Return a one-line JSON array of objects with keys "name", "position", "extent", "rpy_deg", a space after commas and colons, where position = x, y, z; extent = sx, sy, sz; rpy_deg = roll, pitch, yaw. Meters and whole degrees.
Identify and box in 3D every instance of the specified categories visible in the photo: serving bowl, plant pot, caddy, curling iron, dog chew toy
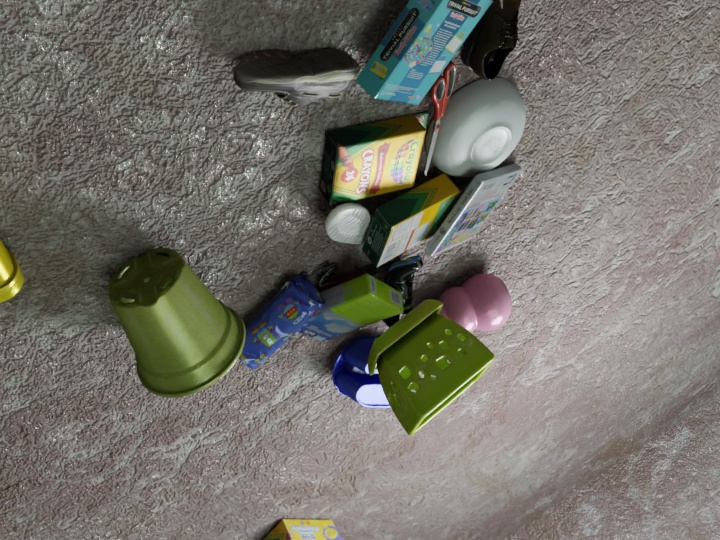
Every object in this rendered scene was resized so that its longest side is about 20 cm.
[{"name": "serving bowl", "position": [0.217, -0.240, 1.593], "extent": [0.199, 0.066, 0.201], "rpy_deg": [-21, 143, -17]}, {"name": "plant pot", "position": [-0.313, 0.072, 1.461], "extent": [0.199, 0.201, 0.185], "rpy_deg": [-29, 133, -6]}, {"name": "caddy", "position": [0.030, 0.218, 1.944], "extent": [0.199, 0.105, 0.143], "rpy_deg": [9, 105, -40]}, {"name": "curling iron", "position": [0.000, 0.000, 1.734], "extent": [0.199, 0.026, 0.050], "rpy_deg": [-7, 139, -32]}, {"name": "dog chew toy", "position": [0.223, 0.084, 1.929], "extent": [0.198, 0.125, 0.125], "rpy_deg": [-18, 142, -7]}, {"name": "plant pot", "position": [0.125, 0.185, 1.780], "extent": [0.198, 0.182, 0.200], "rpy_deg": [-36, 167, -15]}]

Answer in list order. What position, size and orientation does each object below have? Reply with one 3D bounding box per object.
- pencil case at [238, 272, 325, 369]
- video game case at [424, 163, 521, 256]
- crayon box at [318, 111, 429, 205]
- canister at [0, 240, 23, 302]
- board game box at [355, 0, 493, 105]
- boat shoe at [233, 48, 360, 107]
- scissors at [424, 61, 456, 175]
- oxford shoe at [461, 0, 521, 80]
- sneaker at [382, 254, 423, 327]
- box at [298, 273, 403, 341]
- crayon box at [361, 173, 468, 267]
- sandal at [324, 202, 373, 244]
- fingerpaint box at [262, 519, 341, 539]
[{"name": "pencil case", "position": [-0.157, 0.095, 1.678], "extent": [0.200, 0.078, 0.087], "rpy_deg": [-43, 113, 14]}, {"name": "video game case", "position": [0.216, -0.118, 1.705], "extent": [0.200, 0.024, 0.183], "rpy_deg": [-23, 151, -57]}, {"name": "crayon box", "position": [0.033, -0.191, 1.521], "extent": [0.198, 0.051, 0.128], "rpy_deg": [-16, 140, -23]}, {"name": "canister", "position": [-0.567, -0.033, 1.215], "extent": [0.148, 0.087, 0.201], "rpy_deg": [-24, 141, -13]}, {"name": "board game box", "position": [0.097, -0.349, 1.355], "extent": [0.200, 0.047, 0.151], "rpy_deg": [-53, 160, 23]}, {"name": "boat shoe", "position": [-0.092, -0.274, 1.312], "extent": [0.198, 0.075, 0.074], "rpy_deg": [-9, 137, -28]}, {"name": "scissors", "position": [0.135, -0.257, 1.521], "extent": [0.073, 0.014, 0.201], "rpy_deg": [-48, 151, -38]}, {"name": "oxford shoe", "position": [0.228, -0.393, 1.413], "extent": [0.072, 0.085, 0.201], "rpy_deg": [-11, 136, -25]}, {"name": "sneaker", "position": [0.085, 0.041, 1.782], "extent": [0.070, 0.083, 0.200], "rpy_deg": [-17, 150, -33]}, {"name": "box", "position": [-0.031, 0.075, 1.730], "extent": [0.199, 0.048, 0.122], "rpy_deg": [-22, 149, 28]}, {"name": "crayon box", "position": [0.103, -0.098, 1.639], "extent": [0.199, 0.052, 0.126], "rpy_deg": [-28, 157, -29]}, {"name": "sandal", "position": [-0.016, -0.089, 1.604], "extent": [0.082, 0.050, 0.202], "rpy_deg": [-40, 158, 11]}, {"name": "fingerpaint box", "position": [-0.178, 0.748, 2.412], "extent": [0.199, 0.074, 0.167], "rpy_deg": [17, 121, -47]}]
